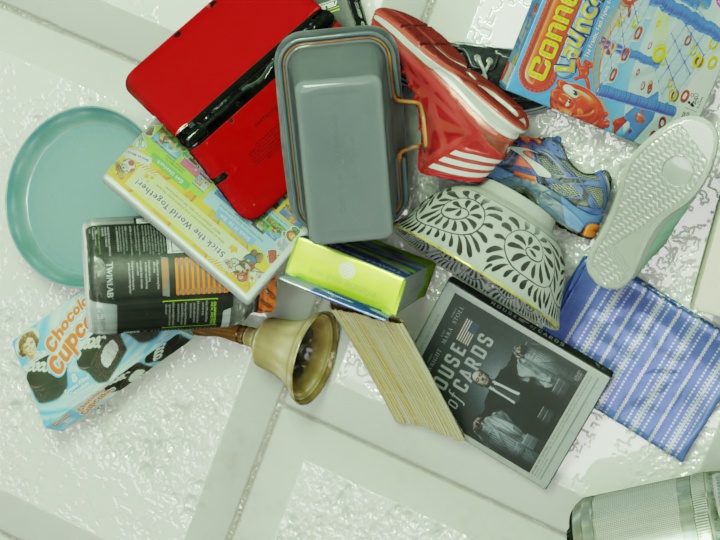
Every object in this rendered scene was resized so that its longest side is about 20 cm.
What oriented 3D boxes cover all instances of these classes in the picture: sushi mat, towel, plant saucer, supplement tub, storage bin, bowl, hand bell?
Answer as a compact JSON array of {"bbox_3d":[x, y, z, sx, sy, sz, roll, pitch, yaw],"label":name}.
[{"bbox_3d":[0.040,0.108,1.680,0.095,0.012,0.201,11,145,36],"label":"sushi mat"},{"bbox_3d":[0.288,0.089,1.693,0.199,0.024,0.146,31,104,8],"label":"towel"},{"bbox_3d":[-0.301,-0.081,1.795,0.198,0.027,0.203,-1,86,19],"label":"plant saucer"},{"bbox_3d":[-0.191,0.002,1.704,0.198,0.123,0.124,-2,97,-11],"label":"supplement tub"},{"bbox_3d":[-0.007,-0.120,1.553,0.144,0.135,0.202,-5,110,0],"label":"storage bin"},{"bbox_3d":[0.138,-0.031,1.638,0.200,0.201,0.095,32,88,8],"label":"bowl"},{"bbox_3d":[-0.133,0.068,1.773,0.198,0.104,0.105,17,101,24],"label":"hand bell"}]

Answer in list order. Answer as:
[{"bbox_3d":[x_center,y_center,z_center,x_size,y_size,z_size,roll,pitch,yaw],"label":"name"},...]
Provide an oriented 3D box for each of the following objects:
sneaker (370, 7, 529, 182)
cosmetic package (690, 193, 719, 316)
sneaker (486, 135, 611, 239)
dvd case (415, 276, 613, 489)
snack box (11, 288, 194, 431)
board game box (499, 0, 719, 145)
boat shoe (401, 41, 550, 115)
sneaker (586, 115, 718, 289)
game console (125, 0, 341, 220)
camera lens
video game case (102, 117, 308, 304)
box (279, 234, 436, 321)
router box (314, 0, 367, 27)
[{"bbox_3d":[0.064,-0.165,1.620,0.200,0.078,0.116,44,115,20],"label":"sneaker"},{"bbox_3d":[0.389,-0.055,1.609,0.072,0.103,0.202,15,101,10],"label":"cosmetic package"},{"bbox_3d":[0.174,-0.112,1.678,0.199,0.075,0.079,32,92,1],"label":"sneaker"},{"bbox_3d":[0.147,0.119,1.719,0.199,0.025,0.151,30,112,8],"label":"dvd case"},{"bbox_3d":[-0.289,0.077,1.802,0.199,0.037,0.117,-35,64,15],"label":"snack box"},{"bbox_3d":[0.266,-0.239,1.612,0.194,0.056,0.202,20,102,-7],"label":"board game box"},{"bbox_3d":[0.115,-0.204,1.673,0.198,0.068,0.073,14,100,12],"label":"boat shoe"},{"bbox_3d":[0.298,-0.084,1.612,0.073,0.118,0.201,35,122,9],"label":"sneaker"},{"bbox_3d":[-0.106,-0.184,1.655,0.200,0.119,0.173,-42,117,-8],"label":"game console"},{"bbox_3d":[0.316,0.294,1.641,0.198,0.160,0.162,-15,94,15],"label":"camera lens"},{"bbox_3d":[-0.132,-0.096,1.663,0.200,0.023,0.182,40,74,4],"label":"video game case"},{"bbox_3d":[0.000,0.000,1.659,0.121,0.200,0.048,21,99,10],"label":"box"},{"bbox_3d":[-0.078,-0.209,1.722,0.198,0.062,0.152,-16,92,15],"label":"router box"}]
